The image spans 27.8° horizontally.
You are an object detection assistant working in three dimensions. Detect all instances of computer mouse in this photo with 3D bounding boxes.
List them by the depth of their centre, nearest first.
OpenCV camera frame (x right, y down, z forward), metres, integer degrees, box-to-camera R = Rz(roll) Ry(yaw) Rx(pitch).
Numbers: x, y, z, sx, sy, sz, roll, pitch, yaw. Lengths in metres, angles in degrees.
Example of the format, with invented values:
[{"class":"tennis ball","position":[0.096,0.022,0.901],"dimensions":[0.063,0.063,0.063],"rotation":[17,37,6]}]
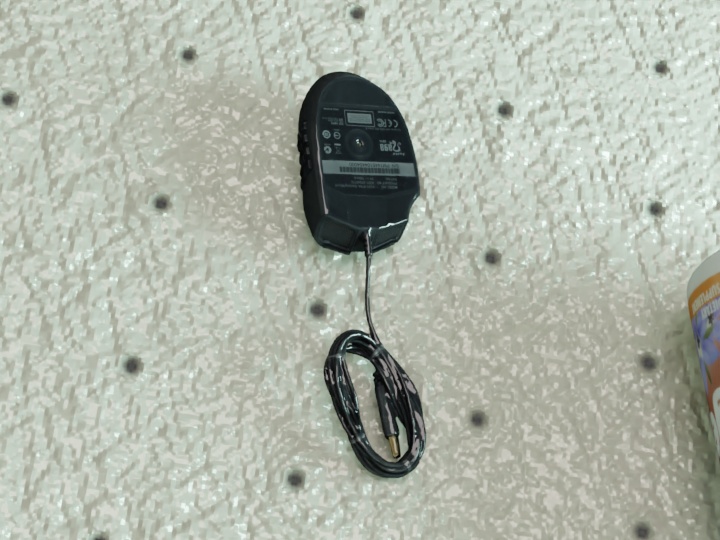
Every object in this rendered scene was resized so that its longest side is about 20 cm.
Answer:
[{"class":"computer mouse","position":[0.000,0.000,0.697],"dimensions":[0.058,0.034,0.202],"rotation":[3,72,-26]}]

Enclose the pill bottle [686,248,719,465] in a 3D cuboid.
[{"class":"pill bottle","position":[0.217,0.086,0.647],"dimensions":[0.111,0.112,0.202],"rotation":[-3,68,-10]}]
